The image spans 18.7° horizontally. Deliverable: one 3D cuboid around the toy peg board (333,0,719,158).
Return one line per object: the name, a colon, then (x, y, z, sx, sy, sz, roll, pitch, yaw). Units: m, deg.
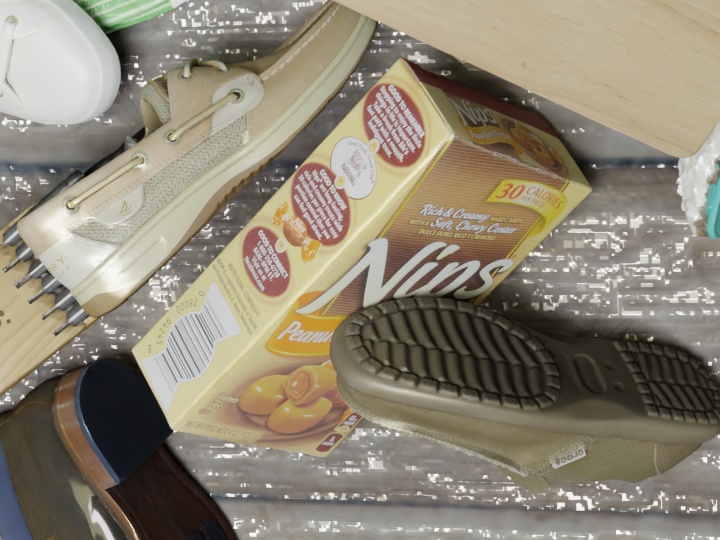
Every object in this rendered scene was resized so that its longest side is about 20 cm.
toy peg board: (0.100, -0.184, 0.915, 0.199, 0.098, 0.200, 22, 122, -15)

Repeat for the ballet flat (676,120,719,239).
ballet flat: (0.185, -0.114, 0.982, 0.071, 0.072, 0.201, 26, 108, 7)

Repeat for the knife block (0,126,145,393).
knife block: (-0.151, -0.001, 1.110, 0.064, 0.175, 0.200, 52, 156, -2)

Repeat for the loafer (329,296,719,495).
loafer: (0.074, 0.067, 1.017, 0.199, 0.076, 0.068, 12, 126, -19)

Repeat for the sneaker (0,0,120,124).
sneaker: (-0.216, -0.115, 1.064, 0.199, 0.085, 0.073, 25, 122, 15)

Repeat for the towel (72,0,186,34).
towel: (-0.095, -0.205, 1.049, 0.199, 0.023, 0.153, -21, 98, 20)

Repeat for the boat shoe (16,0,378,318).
boat shoe: (-0.072, -0.067, 1.009, 0.065, 0.072, 0.200, 47, 73, -7)

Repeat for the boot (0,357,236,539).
boot: (-0.126, 0.146, 1.142, 0.097, 0.075, 0.201, -17, 100, 37)

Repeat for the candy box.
candy box: (0.000, 0.000, 1.026, 0.200, 0.115, 0.055, -46, 56, 22)
